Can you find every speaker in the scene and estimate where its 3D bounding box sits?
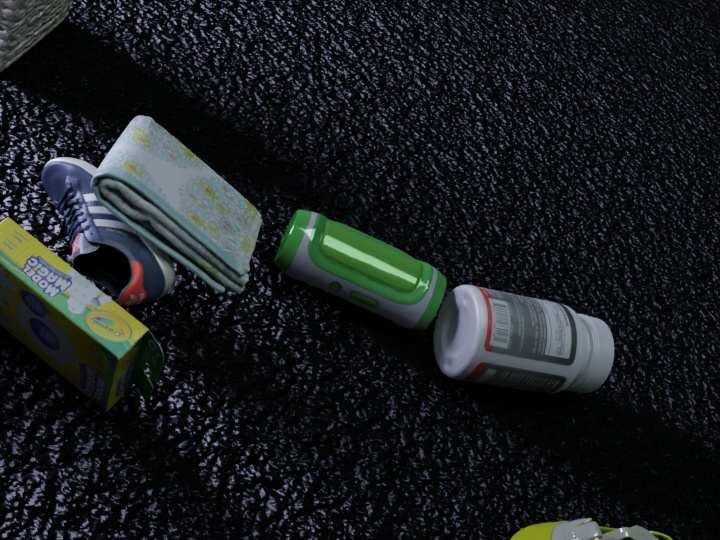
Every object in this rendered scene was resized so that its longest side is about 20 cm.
[{"bbox_3d":[0.000,0.000,1.180,0.199,0.089,0.089,24,41,-9],"label":"speaker"}]

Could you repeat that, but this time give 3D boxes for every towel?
[{"bbox_3d":[-0.199,-0.074,1.097,0.200,0.048,0.171,41,21,-18],"label":"towel"}]

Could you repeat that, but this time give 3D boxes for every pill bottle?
[{"bbox_3d":[0.200,0.089,1.195,0.199,0.114,0.114,12,44,-23],"label":"pill bottle"}]

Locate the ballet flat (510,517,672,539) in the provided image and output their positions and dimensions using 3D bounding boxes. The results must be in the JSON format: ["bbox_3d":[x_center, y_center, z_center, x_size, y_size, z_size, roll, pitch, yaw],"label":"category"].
[{"bbox_3d":[0.256,0.298,1.059,0.199,0.067,0.067,12,45,-22],"label":"ballet flat"}]

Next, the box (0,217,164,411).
[{"bbox_3d":[-0.277,0.053,0.928,0.200,0.118,0.048,36,52,5],"label":"box"}]

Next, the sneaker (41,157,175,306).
[{"bbox_3d":[-0.289,-0.041,1.045,0.200,0.075,0.084,44,37,13],"label":"sneaker"}]

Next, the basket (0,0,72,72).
[{"bbox_3d":[-0.468,-0.386,1.209,0.197,0.161,0.200,28,41,-5],"label":"basket"}]
